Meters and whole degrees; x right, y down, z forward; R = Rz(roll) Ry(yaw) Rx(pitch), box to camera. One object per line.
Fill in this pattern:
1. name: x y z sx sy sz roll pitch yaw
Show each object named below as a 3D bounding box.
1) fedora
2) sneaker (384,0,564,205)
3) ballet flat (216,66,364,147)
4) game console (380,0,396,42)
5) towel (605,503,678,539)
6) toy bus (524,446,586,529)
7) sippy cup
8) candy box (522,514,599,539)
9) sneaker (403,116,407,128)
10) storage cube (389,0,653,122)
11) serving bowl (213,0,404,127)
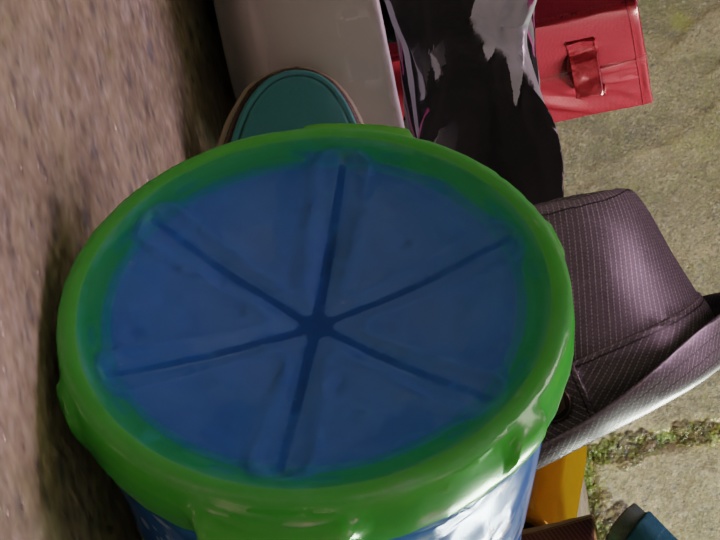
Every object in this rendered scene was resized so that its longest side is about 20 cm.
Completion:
1. fedora: 0.049 0.028 0.827 0.091 0.199 0.177 64 10 -2
2. sneaker: 0.041 -0.106 0.916 0.086 0.079 0.202 -155 -116 -85
3. ballet flat: -0.020 0.028 0.768 0.070 0.069 0.202 59 24 -67
4. game console: -0.009 -0.215 1.020 0.116 0.175 0.202 -31 111 -52
5. towel: 0.173 0.177 0.855 0.200 0.022 0.147 44 -7 14
6. toy bus: 0.054 0.108 0.945 0.200 0.077 0.066 -65 152 -66
7. sippy cup: -0.008 0.053 0.588 0.139 0.177 0.131 31 -35 32
8. candy box: 0.033 0.145 0.748 0.200 0.115 0.057 -55 132 -79
9. sneaker: 0.040 -0.008 1.210 0.085 0.078 0.202 29 -43 41
10. storage cube: 0.061 -0.181 1.212 0.171 0.178 0.202 51 29 -73
11. serving bowl: -0.024 -0.107 0.873 0.200 0.065 0.202 -11 90 -88
